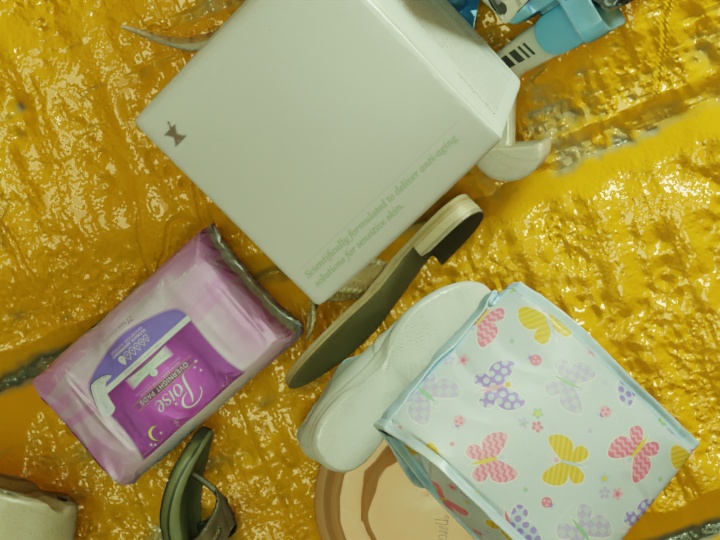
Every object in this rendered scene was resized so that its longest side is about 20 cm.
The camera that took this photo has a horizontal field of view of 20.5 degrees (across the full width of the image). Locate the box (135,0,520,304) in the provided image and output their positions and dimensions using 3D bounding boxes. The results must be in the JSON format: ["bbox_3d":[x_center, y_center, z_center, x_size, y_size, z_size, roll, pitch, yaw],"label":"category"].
[{"bbox_3d":[-0.019,-0.127,1.491,0.199,0.171,0.200,-42,97,20],"label":"box"}]

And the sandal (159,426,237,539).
[{"bbox_3d":[-0.131,0.223,1.660,0.057,0.080,0.201,6,108,10],"label":"sandal"}]

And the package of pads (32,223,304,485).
[{"bbox_3d":[-0.157,0.070,1.639,0.200,0.076,0.121,-41,90,10],"label":"package of pads"}]

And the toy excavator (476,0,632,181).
[{"bbox_3d":[0.144,-0.194,1.567,0.200,0.100,0.195,-29,92,23],"label":"toy excavator"}]

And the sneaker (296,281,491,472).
[{"bbox_3d":[0.023,0.077,1.625,0.200,0.088,0.075,-41,109,-13],"label":"sneaker"}]

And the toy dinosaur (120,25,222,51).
[{"bbox_3d":[-0.077,-0.200,1.608,0.200,0.060,0.106,-33,81,0],"label":"toy dinosaur"}]

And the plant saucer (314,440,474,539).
[{"bbox_3d":[0.060,0.194,1.656,0.200,0.032,0.201,1,99,7],"label":"plant saucer"}]

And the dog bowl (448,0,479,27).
[{"bbox_3d":[0.044,-0.208,1.589,0.111,0.050,0.200,11,100,5],"label":"dog bowl"}]

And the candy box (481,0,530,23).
[{"bbox_3d":[0.048,-0.287,1.471,0.061,0.136,0.200,-44,70,2],"label":"candy box"}]

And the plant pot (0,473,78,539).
[{"bbox_3d":[-0.319,0.262,1.640,0.200,0.200,0.184,15,89,4],"label":"plant pot"}]

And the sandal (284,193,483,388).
[{"bbox_3d":[0.001,0.001,1.624,0.212,0.078,0.070,-43,72,5],"label":"sandal"}]

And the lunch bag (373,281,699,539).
[{"bbox_3d":[0.132,0.130,1.570,0.200,0.127,0.170,44,74,-8],"label":"lunch bag"}]
